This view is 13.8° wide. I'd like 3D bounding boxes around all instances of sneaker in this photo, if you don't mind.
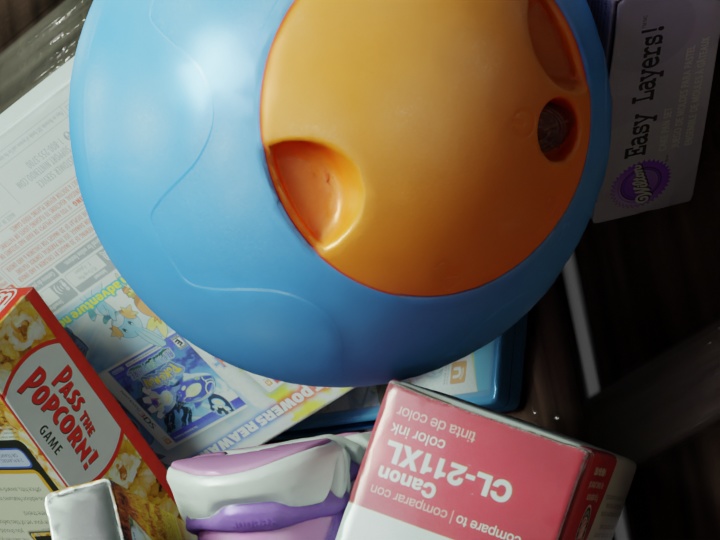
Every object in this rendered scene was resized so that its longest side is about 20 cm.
[{"bbox_3d":[-0.026,0.112,1.203,0.080,0.200,0.089,-11,88,10],"label":"sneaker"}]

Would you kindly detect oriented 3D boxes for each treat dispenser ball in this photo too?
[{"bbox_3d":[-0.007,-0.057,1.103,0.201,0.201,0.201,-20,62,43],"label":"treat dispenser ball"}]

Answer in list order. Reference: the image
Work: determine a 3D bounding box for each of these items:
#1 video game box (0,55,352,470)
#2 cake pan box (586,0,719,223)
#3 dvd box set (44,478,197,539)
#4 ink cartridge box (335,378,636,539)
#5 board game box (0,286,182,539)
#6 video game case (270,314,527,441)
[{"bbox_3d":[-0.085,-0.005,1.278,0.200,0.182,0.047,-33,17,36],"label":"video game box"},{"bbox_3d":[0.089,-0.147,1.172,0.200,0.052,0.184,92,164,-45],"label":"cake pan box"},{"bbox_3d":[-0.066,0.170,1.173,0.029,0.200,0.147,-16,72,9],"label":"dvd box set"},{"bbox_3d":[0.028,0.151,1.124,0.083,0.146,0.200,19,89,12],"label":"ink cartridge box"},{"bbox_3d":[-0.148,0.099,1.324,0.151,0.200,0.046,-3,39,47],"label":"board game box"},{"bbox_3d":[0.000,0.000,1.324,0.200,0.018,0.143,-10,68,46],"label":"video game case"}]
